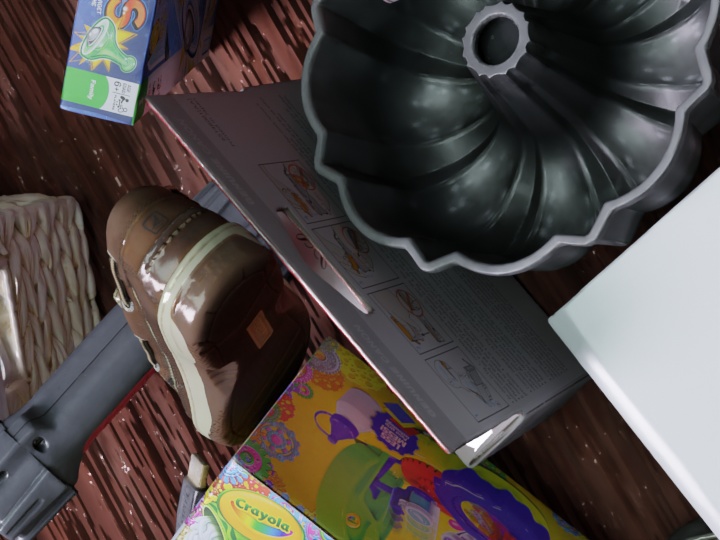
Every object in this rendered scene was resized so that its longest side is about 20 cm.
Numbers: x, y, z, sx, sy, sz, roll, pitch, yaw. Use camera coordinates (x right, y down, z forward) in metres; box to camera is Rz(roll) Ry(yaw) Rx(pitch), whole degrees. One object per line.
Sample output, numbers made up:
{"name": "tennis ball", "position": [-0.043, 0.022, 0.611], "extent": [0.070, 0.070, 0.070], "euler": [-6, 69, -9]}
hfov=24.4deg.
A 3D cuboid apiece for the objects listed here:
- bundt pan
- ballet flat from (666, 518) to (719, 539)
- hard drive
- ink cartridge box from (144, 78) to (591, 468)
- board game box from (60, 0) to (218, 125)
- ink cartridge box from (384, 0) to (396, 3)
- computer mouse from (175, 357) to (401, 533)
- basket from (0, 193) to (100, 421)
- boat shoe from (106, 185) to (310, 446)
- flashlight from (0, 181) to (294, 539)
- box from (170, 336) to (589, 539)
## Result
{"name": "bundt pan", "position": [0.075, -0.090, 0.731], "extent": [0.200, 0.076, 0.205], "euler": [-8, 75, 30]}
{"name": "ballet flat", "position": [0.218, 0.137, 0.721], "extent": [0.198, 0.064, 0.068], "euler": [-9, 95, 29]}
{"name": "hard drive", "position": [0.187, 0.057, 0.681], "extent": [0.132, 0.027, 0.201], "euler": [-43, 78, 21]}
{"name": "ink cartridge box", "position": [0.000, 0.000, 0.752], "extent": [0.200, 0.176, 0.045], "euler": [49, 117, 13]}
{"name": "board game box", "position": [-0.088, -0.153, 0.763], "extent": [0.034, 0.200, 0.137], "euler": [13, 107, 0]}
{"name": "ink cartridge box", "position": [0.006, -0.244, 0.716], "extent": [0.145, 0.083, 0.201], "euler": [-38, 61, 20]}
{"name": "computer mouse", "position": [-0.022, 0.110, 0.859], "extent": [0.139, 0.046, 0.202], "euler": [23, 120, 15]}
{"name": "basket", "position": [-0.252, 0.028, 0.921], "extent": [0.198, 0.123, 0.137], "euler": [-2, 103, 28]}
{"name": "boat shoe", "position": [-0.071, 0.016, 0.751], "extent": [0.075, 0.203, 0.075], "euler": [36, 71, 14]}
{"name": "flashlight", "position": [-0.116, 0.048, 0.835], "extent": [0.068, 0.068, 0.200], "euler": [43, 83, -19]}
{"name": "box", "position": [-0.004, 0.180, 0.782], "extent": [0.199, 0.122, 0.193], "euler": [38, 121, 2]}
